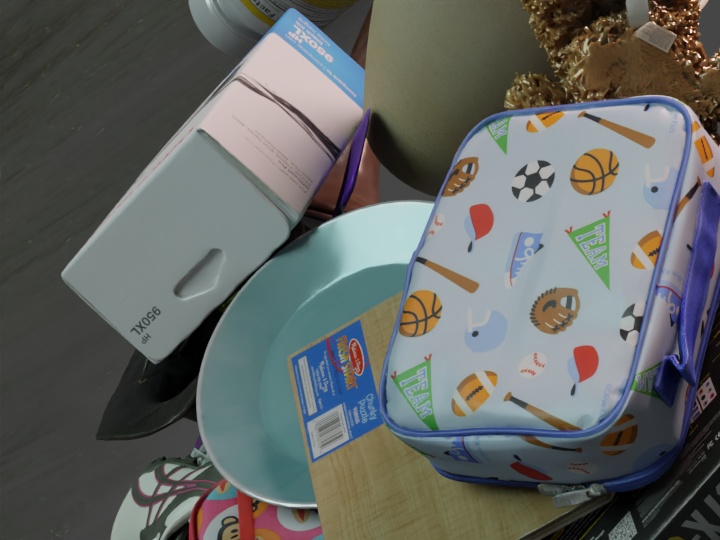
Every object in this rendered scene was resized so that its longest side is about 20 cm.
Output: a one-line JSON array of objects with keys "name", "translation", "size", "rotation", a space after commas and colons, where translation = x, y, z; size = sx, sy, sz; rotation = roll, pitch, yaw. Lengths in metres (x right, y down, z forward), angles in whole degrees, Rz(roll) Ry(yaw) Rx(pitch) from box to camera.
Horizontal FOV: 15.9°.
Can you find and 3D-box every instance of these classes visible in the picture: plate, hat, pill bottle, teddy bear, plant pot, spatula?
[{"name": "plate", "translation": [0.002, 0.048, 1.407], "size": [0.199, 0.026, 0.201], "rotation": [-18, 48, 20]}, {"name": "hat", "translation": [-0.081, 0.060, 1.646], "size": [0.200, 0.081, 0.201], "rotation": [-40, 17, 15]}, {"name": "pill bottle", "translation": [-0.042, -0.237, 1.896], "size": [0.200, 0.111, 0.112], "rotation": [-34, 36, 45]}, {"name": "teddy bear", "translation": [0.146, -0.101, 1.345], "size": [0.145, 0.200, 0.067], "rotation": [-37, -5, -3]}, {"name": "plant pot", "translation": [0.081, -0.139, 1.502], "size": [0.200, 0.186, 0.188], "rotation": [120, 161, -44]}, {"name": "spatula", "translation": [0.000, 0.000, 1.484], "size": [0.057, 0.020, 0.201], "rotation": [118, 151, -62]}]

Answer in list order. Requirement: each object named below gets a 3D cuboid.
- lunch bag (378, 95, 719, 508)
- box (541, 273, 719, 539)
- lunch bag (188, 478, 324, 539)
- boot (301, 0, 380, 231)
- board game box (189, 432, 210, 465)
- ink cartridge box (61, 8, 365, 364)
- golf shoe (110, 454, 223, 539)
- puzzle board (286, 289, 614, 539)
[{"name": "lunch bag", "translation": [0.101, 0.015, 1.242], "size": [0.159, 0.076, 0.201], "rotation": [-2, 60, 35]}, {"name": "box", "translation": [0.158, 0.072, 1.249], "size": [0.200, 0.049, 0.160], "rotation": [-52, 23, 22]}, {"name": "lunch bag", "translation": [-0.023, 0.178, 1.374], "size": [0.175, 0.082, 0.201], "rotation": [-22, 35, 9]}, {"name": "boot", "translation": [0.019, -0.111, 1.714], "size": [0.201, 0.064, 0.186], "rotation": [-58, 26, -3]}, {"name": "board game box", "translation": [-0.072, 0.150, 1.649], "size": [0.121, 0.032, 0.200], "rotation": [-62, 23, -11]}, {"name": "ink cartridge box", "translation": [-0.081, -0.054, 1.568], "size": [0.145, 0.084, 0.200], "rotation": [-45, 8, 29]}, {"name": "golf shoe", "translation": [-0.106, 0.155, 1.553], "size": [0.200, 0.077, 0.088], "rotation": [-35, 8, 48]}, {"name": "puzzle board", "translation": [0.042, 0.080, 1.316], "size": [0.150, 0.017, 0.201], "rotation": [-30, 40, 14]}]
